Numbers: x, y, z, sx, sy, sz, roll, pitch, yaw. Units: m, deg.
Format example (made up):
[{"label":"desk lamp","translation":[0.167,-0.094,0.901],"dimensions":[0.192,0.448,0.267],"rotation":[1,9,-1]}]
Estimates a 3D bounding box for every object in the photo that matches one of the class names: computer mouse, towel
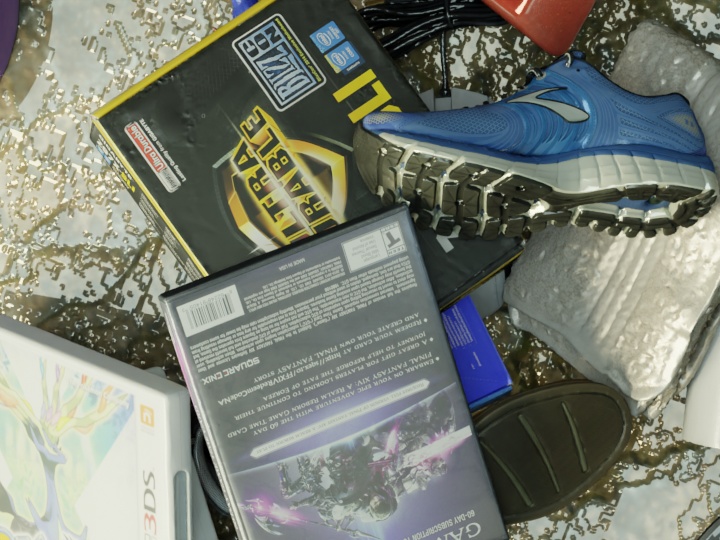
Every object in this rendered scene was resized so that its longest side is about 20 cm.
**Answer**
[{"label":"computer mouse","translation":[0.053,-0.068,1.700],"dimensions":[0.109,0.044,0.201],"rotation":[-6,92,7]},{"label":"towel","translation":[0.163,-0.029,1.645],"dimensions":[0.132,0.034,0.200],"rotation":[38,113,34]}]

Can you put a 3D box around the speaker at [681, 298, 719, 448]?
[{"label":"speaker","translation":[0.232,0.005,1.661],"dimensions":[0.081,0.081,0.201],"rotation":[5,94,8]}]

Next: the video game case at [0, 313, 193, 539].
[{"label":"video game case","translation":[-0.167,0.129,1.675],"dimensions":[0.200,0.022,0.183],"rotation":[19,116,44]}]

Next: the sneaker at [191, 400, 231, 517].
[{"label":"sneaker","translation":[-0.022,0.122,1.686],"dimensions":[0.200,0.114,0.076],"rotation":[17,96,7]}]

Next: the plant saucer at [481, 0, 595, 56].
[{"label":"plant saucer","translation":[0.074,-0.250,1.627],"dimensions":[0.200,0.037,0.200],"rotation":[40,122,18]}]

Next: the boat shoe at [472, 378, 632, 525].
[{"label":"boat shoe","translation":[0.056,0.117,1.641],"dimensions":[0.200,0.068,0.072],"rotation":[-28,104,-11]}]

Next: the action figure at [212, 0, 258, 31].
[{"label":"action figure","translation":[-0.049,-0.132,1.711],"dimensions":[0.065,0.052,0.200],"rotation":[-15,94,5]}]

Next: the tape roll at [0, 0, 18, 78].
[{"label":"tape roll","translation":[-0.308,-0.160,1.725],"dimensions":[0.199,0.085,0.201],"rotation":[1,94,8]}]

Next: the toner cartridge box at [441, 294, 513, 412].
[{"label":"toner cartridge box","translation":[0.000,0.000,1.656],"dimensions":[0.095,0.043,0.200],"rotation":[-24,82,-10]}]

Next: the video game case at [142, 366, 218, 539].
[{"label":"video game case","translation":[-0.143,0.167,1.696],"dimensions":[0.182,0.024,0.200],"rotation":[-16,91,49]}]

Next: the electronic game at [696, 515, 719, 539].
[{"label":"electronic game","translation":[0.275,0.217,1.687],"dimensions":[0.199,0.042,0.201],"rotation":[0,93,7]}]

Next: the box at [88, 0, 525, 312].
[{"label":"box","translation":[-0.030,-0.045,1.615],"dimensions":[0.160,0.049,0.200],"rotation":[-34,84,-14]}]

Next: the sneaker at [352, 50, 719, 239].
[{"label":"sneaker","translation":[0.093,-0.070,1.584],"dimensions":[0.200,0.079,0.089],"rotation":[3,61,-13]}]

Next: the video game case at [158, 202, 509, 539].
[{"label":"video game case","translation":[-0.012,0.081,1.566],"dimensions":[0.143,0.019,0.200],"rotation":[-21,106,-15]}]
